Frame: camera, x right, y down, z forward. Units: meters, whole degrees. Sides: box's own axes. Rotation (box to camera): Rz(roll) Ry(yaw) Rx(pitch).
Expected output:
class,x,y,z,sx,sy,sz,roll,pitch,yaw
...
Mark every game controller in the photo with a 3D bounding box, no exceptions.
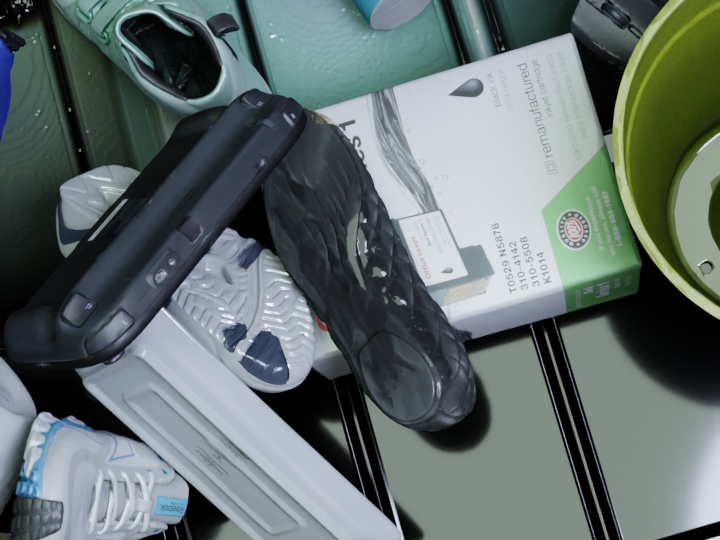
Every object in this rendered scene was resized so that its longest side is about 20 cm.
class,x,y,z,sx,sy,sz,roll,pitch,yaw
game controller,-0.108,-0.023,0.849,0.042,0.104,0.200,50,54,-19

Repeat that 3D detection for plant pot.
class,x,y,z,sx,sy,sz,roll,pitch,yaw
plant pot,0.234,-0.048,0.863,0.199,0.193,0.202,-1,81,8

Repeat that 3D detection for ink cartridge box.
class,x,y,z,sx,sy,sz,roll,pitch,yaw
ink cartridge box,0.048,-0.034,0.940,0.199,0.084,0.147,-17,79,4

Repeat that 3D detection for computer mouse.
class,x,y,z,sx,sy,sz,roll,pitch,yaw
computer mouse,0.128,-0.169,0.941,0.200,0.034,0.059,38,96,-12

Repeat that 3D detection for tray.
class,x,y,z,sx,sy,sz,roll,pitch,yaw
tray,-0.077,0.099,0.889,0.200,0.107,0.022,45,52,-15

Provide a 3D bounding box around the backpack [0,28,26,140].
class,x,y,z,sx,sy,sz,roll,pitch,yaw
backpack,-0.295,-0.082,0.931,0.162,0.200,0.169,21,88,-12

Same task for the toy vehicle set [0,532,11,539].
class,x,y,z,sx,sy,sz,roll,pitch,yaw
toy vehicle set,-0.157,0.197,0.870,0.026,0.200,0.124,-43,77,-2

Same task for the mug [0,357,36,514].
class,x,y,z,sx,sy,sz,roll,pitch,yaw
mug,-0.284,0.091,0.865,0.175,0.148,0.200,-44,88,2

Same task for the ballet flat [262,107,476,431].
class,x,y,z,sx,sy,sz,roll,pitch,yaw
ballet flat,0.000,0.000,0.881,0.066,0.057,0.201,-32,71,20

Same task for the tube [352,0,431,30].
class,x,y,z,sx,sy,sz,roll,pitch,yaw
tube,-0.022,-0.242,1.006,0.077,0.050,0.201,-33,72,2

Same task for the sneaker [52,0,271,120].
class,x,y,z,sx,sy,sz,roll,pitch,yaw
sneaker,-0.135,-0.162,0.967,0.200,0.118,0.074,43,90,13

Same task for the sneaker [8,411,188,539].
class,x,y,z,sx,sy,sz,roll,pitch,yaw
sneaker,-0.139,0.119,0.886,0.086,0.200,0.076,13,92,0

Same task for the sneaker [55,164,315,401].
class,x,y,z,sx,sy,sz,roll,pitch,yaw
sneaker,-0.106,0.040,0.931,0.199,0.130,0.079,31,42,27
